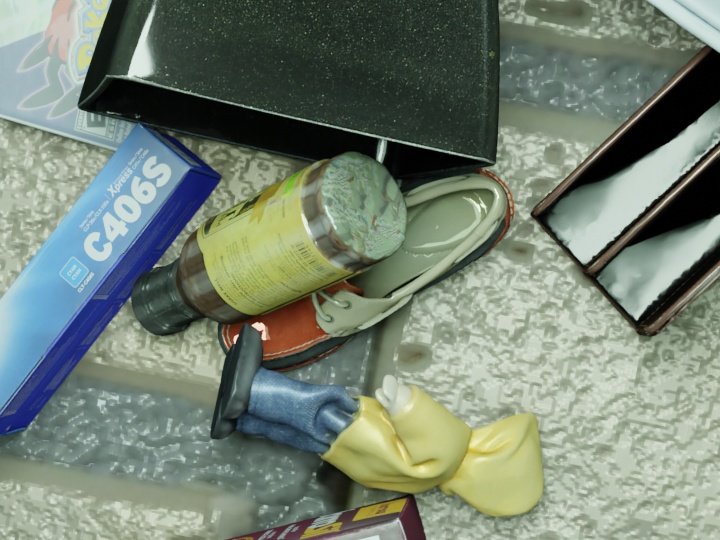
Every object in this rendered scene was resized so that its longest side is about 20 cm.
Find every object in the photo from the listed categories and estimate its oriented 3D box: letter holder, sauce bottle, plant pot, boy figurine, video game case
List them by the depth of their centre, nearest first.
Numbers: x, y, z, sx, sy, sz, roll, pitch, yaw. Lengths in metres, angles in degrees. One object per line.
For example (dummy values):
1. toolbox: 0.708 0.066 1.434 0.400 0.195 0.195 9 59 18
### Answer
1. plant pot: -0.032 -0.159 0.895 0.197 0.200 0.180 11 89 -14
2. letter holder: 0.199 -0.066 0.922 0.200 0.142 0.101 -43 86 4
3. sauce bottle: -0.060 -0.007 0.938 0.199 0.064 0.065 -23 87 43
4. boy figurine: 0.016 0.090 0.958 0.198 0.125 0.065 15 64 -7
5. video game case: -0.191 -0.189 1.003 0.180 0.023 0.202 16 101 10

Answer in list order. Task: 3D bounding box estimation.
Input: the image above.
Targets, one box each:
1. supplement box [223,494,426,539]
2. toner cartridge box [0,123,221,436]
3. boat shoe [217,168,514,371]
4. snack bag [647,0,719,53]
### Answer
1. supplement box: -0.057 0.198 0.963 0.198 0.110 0.087 -14 88 5
2. toner cartridge box: -0.166 0.008 0.983 0.043 0.095 0.201 39 93 6
3. boat shoe: 0.000 0.000 0.982 0.198 0.063 0.072 -28 89 7
4. snack bag: 0.152 -0.221 0.903 0.187 0.201 0.021 30 137 -14
